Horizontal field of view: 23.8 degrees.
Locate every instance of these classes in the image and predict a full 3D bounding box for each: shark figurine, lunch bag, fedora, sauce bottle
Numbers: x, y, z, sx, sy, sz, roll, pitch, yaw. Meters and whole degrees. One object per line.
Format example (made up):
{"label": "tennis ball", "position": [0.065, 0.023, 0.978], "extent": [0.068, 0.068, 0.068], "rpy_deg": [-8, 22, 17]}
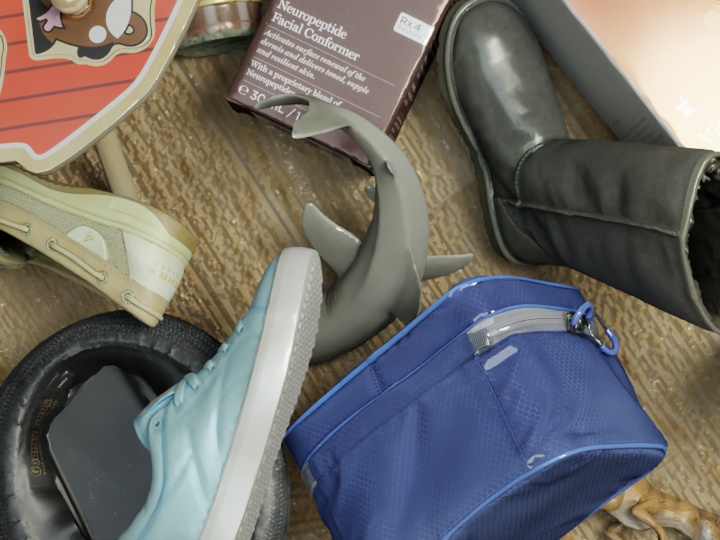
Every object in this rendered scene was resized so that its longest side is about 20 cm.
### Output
{"label": "shark figurine", "position": [0.013, -0.015, 0.973], "extent": [0.127, 0.090, 0.215], "rpy_deg": [-8, 134, -7]}
{"label": "lunch bag", "position": [0.062, 0.086, 0.953], "extent": [0.200, 0.136, 0.133], "rpy_deg": [-42, 62, 25]}
{"label": "fedora", "position": [-0.126, 0.125, 1.019], "extent": [0.199, 0.092, 0.202], "rpy_deg": [-1, 84, 8]}
{"label": "sauce bottle", "position": [-0.105, -0.233, 1.033], "extent": [0.064, 0.065, 0.201], "rpy_deg": [-12, 90, 4]}

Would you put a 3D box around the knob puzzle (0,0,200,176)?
{"label": "knob puzzle", "position": [-0.177, -0.149, 0.886], "extent": [0.218, 0.030, 0.221], "rpy_deg": [0, 81, 3]}

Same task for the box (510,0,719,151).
{"label": "box", "position": [0.205, -0.139, 0.980], "extent": [0.152, 0.106, 0.200], "rpy_deg": [-39, 88, -3]}

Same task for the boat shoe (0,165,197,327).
{"label": "boat shoe", "position": [-0.192, -0.018, 1.012], "extent": [0.200, 0.073, 0.063], "rpy_deg": [15, 74, 22]}

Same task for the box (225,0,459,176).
{"label": "box", "position": [0.008, -0.168, 1.021], "extent": [0.100, 0.075, 0.201], "rpy_deg": [25, 90, 4]}

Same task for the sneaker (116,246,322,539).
{"label": "sneaker", "position": [-0.081, 0.076, 0.932], "extent": [0.081, 0.074, 0.201], "rpy_deg": [18, 87, 7]}

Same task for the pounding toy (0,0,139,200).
{"label": "pounding toy", "position": [-0.186, -0.145, 0.994], "extent": [0.141, 0.184, 0.201], "rpy_deg": [12, 83, 5]}

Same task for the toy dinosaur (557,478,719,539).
{"label": "toy dinosaur", "position": [0.134, 0.119, 1.029], "extent": [0.200, 0.060, 0.106], "rpy_deg": [42, 68, -1]}

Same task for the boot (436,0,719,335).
{"label": "boot", "position": [0.127, -0.063, 0.936], "extent": [0.072, 0.200, 0.183], "rpy_deg": [-25, 108, -16]}
